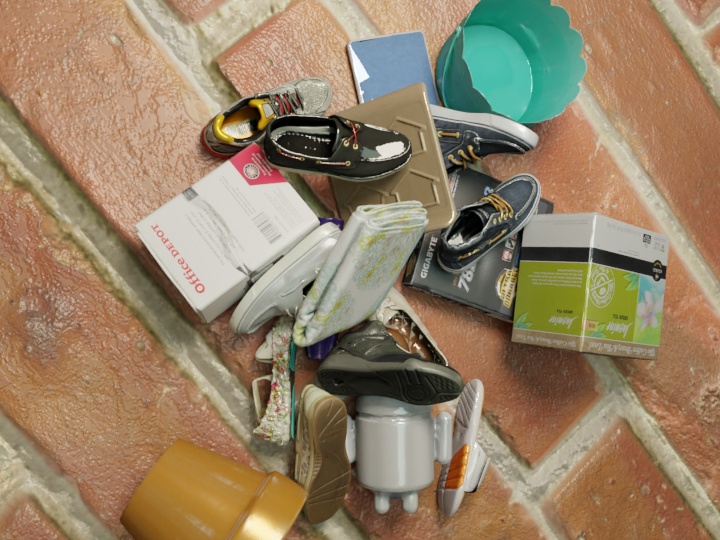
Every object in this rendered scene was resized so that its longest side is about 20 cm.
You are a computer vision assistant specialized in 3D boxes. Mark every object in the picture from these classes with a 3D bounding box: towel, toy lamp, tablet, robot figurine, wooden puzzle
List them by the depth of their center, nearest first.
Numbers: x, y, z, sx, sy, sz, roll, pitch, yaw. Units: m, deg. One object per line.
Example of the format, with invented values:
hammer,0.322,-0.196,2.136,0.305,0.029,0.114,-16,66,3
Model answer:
towel,0.000,0.000,0.963,0.048,0.171,0.201,38,114,20
wooden puzzle,0.040,-0.144,1.048,0.046,0.184,0.202,-13,90,-57
robot figurine,0.048,0.239,1.053,0.168,0.113,0.202,0,89,-2
toy lamp,-0.054,0.027,1.056,0.058,0.058,0.202,3,88,-17
tablet,0.059,-0.259,1.120,0.129,0.014,0.202,-14,94,-17

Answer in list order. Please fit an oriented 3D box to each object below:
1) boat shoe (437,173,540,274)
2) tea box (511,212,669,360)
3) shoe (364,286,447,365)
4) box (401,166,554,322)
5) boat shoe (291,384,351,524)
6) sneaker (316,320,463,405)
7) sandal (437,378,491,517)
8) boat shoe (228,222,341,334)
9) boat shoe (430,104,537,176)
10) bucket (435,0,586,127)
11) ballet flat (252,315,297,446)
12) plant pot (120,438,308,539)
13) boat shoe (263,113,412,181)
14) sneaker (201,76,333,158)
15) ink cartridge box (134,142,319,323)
boat shoe,0.191,-0.080,1.057,0.200,0.091,0.071,-44,71,-12
tea box,0.350,0.027,1.114,0.199,0.133,0.199,8,88,-37
shoe,0.058,0.078,1.090,0.070,0.053,0.200,-45,101,-13
box,0.184,-0.042,1.137,0.197,0.050,0.202,20,82,-17
boat shoe,-0.057,0.257,1.028,0.073,0.063,0.202,-7,111,-35
sneaker,0.049,0.121,1.008,0.115,0.197,0.077,-63,147,-47
sandal,0.171,0.271,1.108,0.059,0.079,0.209,17,82,-13
boat shoe,-0.089,0.026,0.988,0.201,0.070,0.072,-44,77,3
boat shoe,0.151,-0.173,1.052,0.071,0.199,0.092,24,86,-55
bucket,0.216,-0.305,1.106,0.205,0.135,0.210,1,88,-16
ballet flat,-0.118,0.143,1.028,0.063,0.076,0.202,3,84,-1
plant pot,-0.197,0.320,0.947,0.182,0.200,0.201,34,79,3
boat shoe,-0.027,-0.164,0.965,0.199,0.063,0.074,2,69,-7
sneaker,-0.123,-0.215,1.027,0.199,0.082,0.078,-30,97,-16
ink cartridge box,-0.176,-0.049,0.987,0.199,0.083,0.146,-37,80,-14
